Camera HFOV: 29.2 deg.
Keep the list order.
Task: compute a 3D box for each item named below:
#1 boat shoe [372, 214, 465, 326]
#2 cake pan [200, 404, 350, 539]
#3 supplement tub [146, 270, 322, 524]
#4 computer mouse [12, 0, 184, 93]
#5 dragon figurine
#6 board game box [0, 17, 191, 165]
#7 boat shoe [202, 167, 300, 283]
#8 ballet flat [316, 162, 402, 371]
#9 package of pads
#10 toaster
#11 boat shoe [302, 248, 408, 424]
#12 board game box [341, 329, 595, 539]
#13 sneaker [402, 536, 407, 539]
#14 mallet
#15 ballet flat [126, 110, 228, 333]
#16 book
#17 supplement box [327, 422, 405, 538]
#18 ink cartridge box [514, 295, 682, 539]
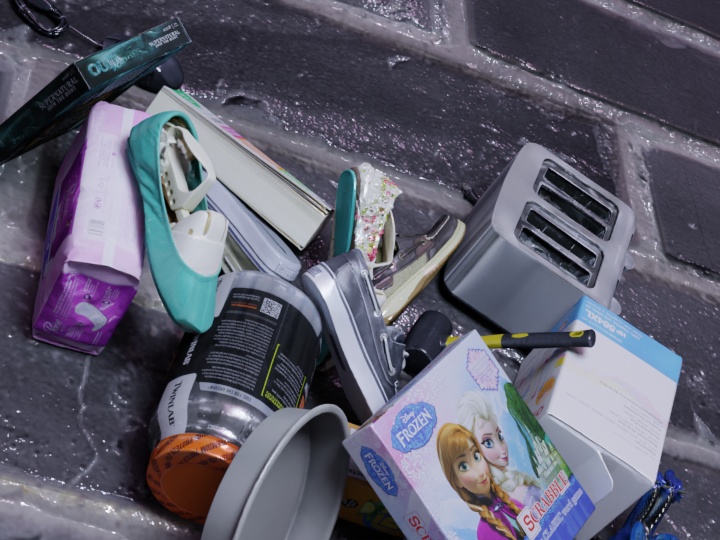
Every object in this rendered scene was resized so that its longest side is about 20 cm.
[{"bbox_3d":[0.044,-0.007,1.416,0.065,0.073,0.200,43,43,-1],"label":"boat shoe"},{"bbox_3d":[-0.069,0.196,1.095,0.036,0.203,0.200,19,38,21],"label":"cake pan"},{"bbox_3d":[-0.108,0.108,1.182,0.121,0.123,0.201,27,43,-10],"label":"supplement tub"},{"bbox_3d":[-0.271,-0.246,1.440,0.198,0.034,0.059,27,45,-11],"label":"computer mouse"},{"bbox_3d":[0.265,0.274,1.301,0.058,0.100,0.202,24,45,-12],"label":"dragon figurine"},{"bbox_3d":[-0.257,-0.157,1.256,0.135,0.199,0.028,-37,98,-46],"label":"board game box"},{"bbox_3d":[-0.133,-0.044,1.334,0.200,0.062,0.072,49,11,36],"label":"boat shoe"},{"bbox_3d":[0.000,0.000,1.320,0.063,0.075,0.203,11,91,-28],"label":"ballet flat"},{"bbox_3d":[-0.233,-0.041,1.227,0.075,0.121,0.202,17,46,-20],"label":"package of pads"},{"bbox_3d":[0.192,-0.020,1.491,0.199,0.119,0.182,34,42,-3],"label":"toaster"},{"bbox_3d":[0.012,0.076,1.262,0.067,0.072,0.202,-27,106,-15],"label":"boat shoe"},{"bbox_3d":[0.100,0.179,1.196,0.201,0.041,0.200,55,38,-1],"label":"board game box"},{"bbox_3d":[0.090,0.309,1.167,0.098,0.075,0.202,7,52,-18],"label":"sneaker"},{"bbox_3d":[0.136,0.063,1.355,0.066,0.197,0.042,-66,142,-51],"label":"mallet"},{"bbox_3d":[-0.149,-0.050,1.168,0.067,0.070,0.203,10,56,-49],"label":"ballet flat"},{"bbox_3d":[-0.116,-0.105,1.378,0.199,0.048,0.134,38,6,0],"label":"book"},{"bbox_3d":[0.050,0.202,1.248,0.198,0.067,0.069,22,47,-16],"label":"supplement box"},{"bbox_3d":[0.215,0.153,1.350,0.124,0.129,0.201,33,42,-4],"label":"ink cartridge box"}]
